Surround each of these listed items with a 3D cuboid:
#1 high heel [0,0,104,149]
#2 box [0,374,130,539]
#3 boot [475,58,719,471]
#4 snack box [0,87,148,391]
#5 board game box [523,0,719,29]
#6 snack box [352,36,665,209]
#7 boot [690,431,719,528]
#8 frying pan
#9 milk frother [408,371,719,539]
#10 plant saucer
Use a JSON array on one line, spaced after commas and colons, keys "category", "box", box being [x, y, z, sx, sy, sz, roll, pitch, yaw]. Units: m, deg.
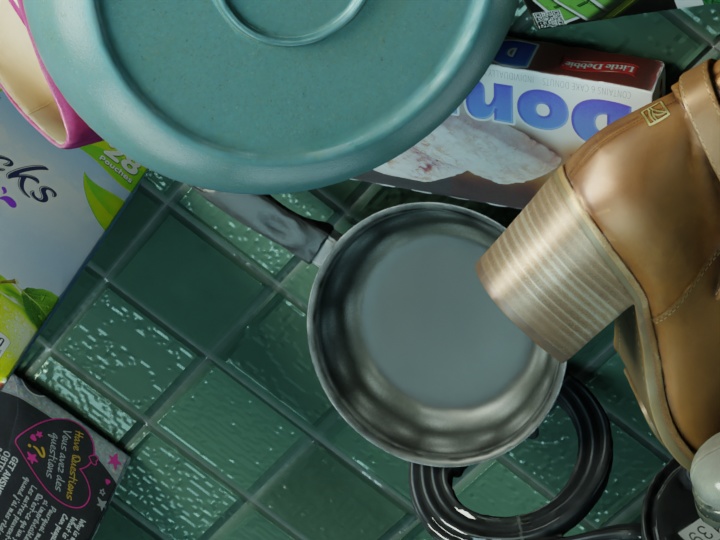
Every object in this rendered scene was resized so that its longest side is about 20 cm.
[{"category": "high heel", "box": [-0.165, -0.114, 1.085, 0.199, 0.096, 0.068, 31, 134, 13]}, {"category": "box", "box": [-0.221, 0.148, 1.315, 0.115, 0.132, 0.200, 37, 133, -12]}, {"category": "boot", "box": [0.159, -0.001, 1.058, 0.155, 0.074, 0.200, -42, 134, 16]}, {"category": "snack box", "box": [-0.209, -0.041, 1.128, 0.200, 0.169, 0.068, 36, 130, -5]}, {"category": "board game box", "box": [0.086, -0.150, 0.930, 0.104, 0.024, 0.200, -9, 151, 16]}, {"category": "snack box", "box": [0.026, -0.066, 1.095, 0.199, 0.024, 0.072, 11, 132, 17]}, {"category": "boot", "box": [0.202, 0.009, 1.019, 0.199, 0.068, 0.131, -24, 117, 2]}, {"category": "frying pan", "box": [-0.001, 0.017, 1.134, 0.189, 0.031, 0.116, 15, 109, 15]}, {"category": "milk frother", "box": [0.114, 0.157, 1.183, 0.200, 0.179, 0.189, 56, 147, 37]}, {"category": "plant saucer", "box": [-0.027, -0.117, 0.995, 0.199, 0.027, 0.201, -6, 115, -14]}]
